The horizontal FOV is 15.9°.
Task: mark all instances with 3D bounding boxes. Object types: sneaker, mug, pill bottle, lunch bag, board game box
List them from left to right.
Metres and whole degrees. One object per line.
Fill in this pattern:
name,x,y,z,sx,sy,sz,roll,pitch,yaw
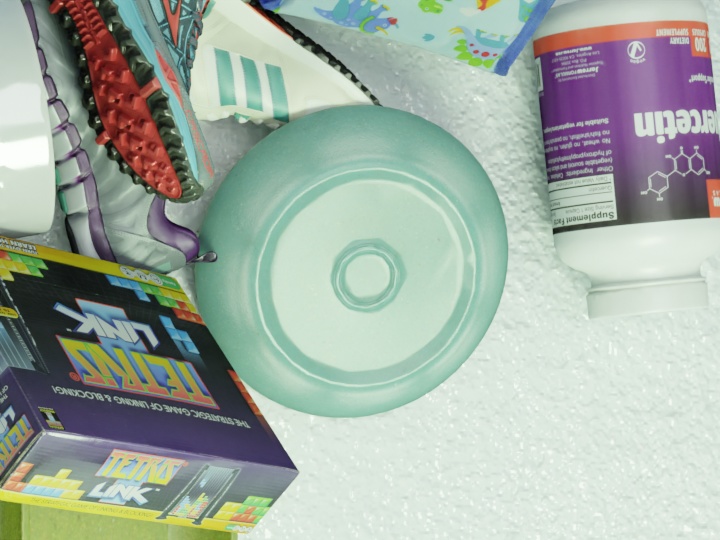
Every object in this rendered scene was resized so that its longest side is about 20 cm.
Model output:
mug,-0.271,-0.054,1.459,0.175,0.148,0.200,-10,99,-16
board game box,-0.149,0.060,1.425,0.200,0.165,0.057,14,122,-49
sneaker,-0.149,-0.087,1.535,0.087,0.074,0.200,-17,101,-5
sneaker,-0.115,-0.139,1.484,0.095,0.079,0.200,-21,90,-35
sneaker,-0.076,-0.117,1.582,0.200,0.070,0.093,35,97,-19
lunch bag,0.031,-0.238,1.592,0.170,0.127,0.200,14,52,-19
pill bottle,0.173,-0.072,1.635,0.112,0.112,0.200,-6,88,-20

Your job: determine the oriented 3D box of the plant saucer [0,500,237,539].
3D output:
plant saucer,-0.148,0.184,1.496,0.200,0.048,0.200,5,82,-56

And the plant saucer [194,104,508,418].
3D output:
plant saucer,0.000,0.000,1.574,0.200,0.036,0.200,-4,105,-14
